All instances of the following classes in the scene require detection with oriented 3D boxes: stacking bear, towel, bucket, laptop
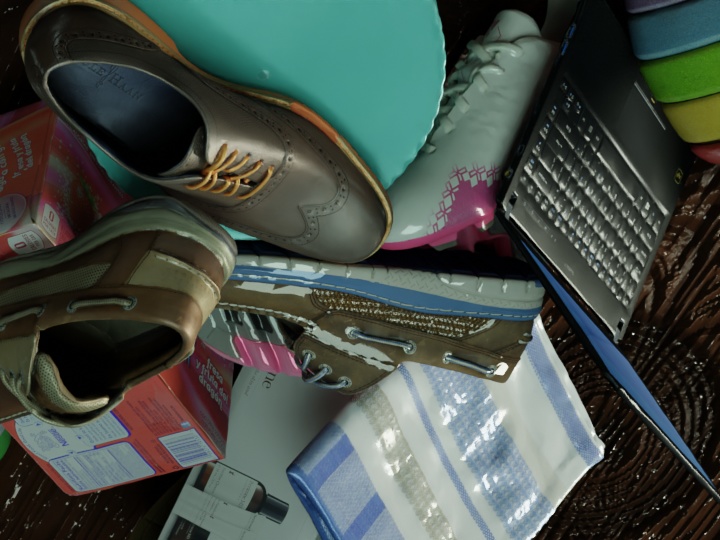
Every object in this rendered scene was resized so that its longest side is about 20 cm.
[{"bbox_3d":[0.203,-0.099,0.952,0.121,0.114,0.200,-22,99,-12],"label":"stacking bear"},{"bbox_3d":[0.054,0.105,1.024,0.200,0.024,0.147,-42,115,-35],"label":"towel"},{"bbox_3d":[-0.055,-0.123,0.916,0.207,0.135,0.207,-4,120,-7],"label":"bucket"},{"bbox_3d":[0.151,-0.010,0.951,0.177,0.103,0.200,44,66,-53],"label":"laptop"}]

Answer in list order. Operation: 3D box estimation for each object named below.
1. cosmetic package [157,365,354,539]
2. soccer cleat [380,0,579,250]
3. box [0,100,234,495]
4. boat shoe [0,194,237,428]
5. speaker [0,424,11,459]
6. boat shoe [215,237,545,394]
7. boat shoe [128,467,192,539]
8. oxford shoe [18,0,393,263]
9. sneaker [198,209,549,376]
[{"bbox_3d":[-0.050,0.118,1.039,0.083,0.051,0.200,24,84,7],"label":"cosmetic package"},{"bbox_3d":[0.062,-0.083,0.959,0.200,0.070,0.086,-36,123,-39],"label":"soccer cleat"},{"bbox_3d":[-0.155,0.019,0.973,0.103,0.095,0.200,-17,134,18],"label":"box"},{"bbox_3d":[-0.139,0.034,0.859,0.076,0.072,0.200,33,136,-28],"label":"boat shoe"},{"bbox_3d":[-0.256,0.023,0.995,0.088,0.088,0.200,-17,121,0],"label":"speaker"},{"bbox_3d":[-0.004,0.024,0.936,0.200,0.072,0.072,7,103,-13],"label":"boat shoe"},{"bbox_3d":[-0.054,0.119,1.100,0.200,0.073,0.065,-40,162,-2],"label":"boat shoe"},{"bbox_3d":[-0.067,-0.049,0.835,0.200,0.073,0.071,29,112,-24],"label":"oxford shoe"},{"bbox_3d":[0.000,0.000,1.017,0.200,0.095,0.079,-12,107,-10],"label":"sneaker"}]
